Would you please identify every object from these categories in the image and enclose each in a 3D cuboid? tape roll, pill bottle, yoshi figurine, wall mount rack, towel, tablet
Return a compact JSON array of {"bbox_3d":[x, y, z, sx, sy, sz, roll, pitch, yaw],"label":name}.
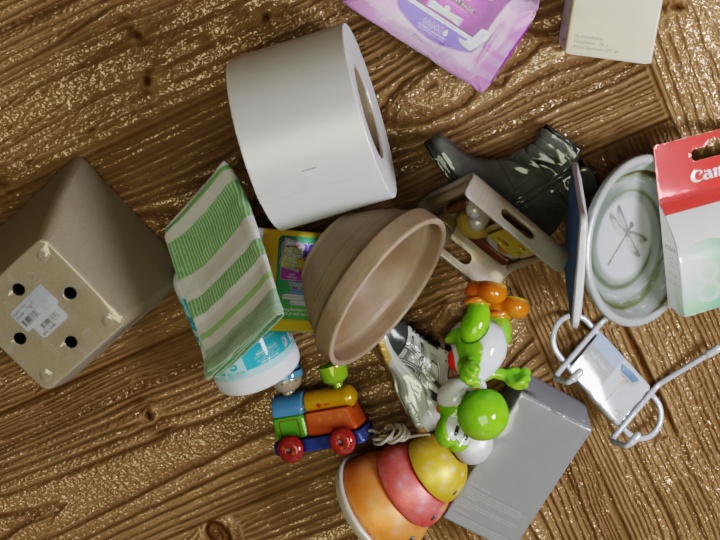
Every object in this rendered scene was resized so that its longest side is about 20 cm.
[{"bbox_3d":[-0.053,-0.159,1.613,0.138,0.203,0.204,-15,109,9],"label":"tape roll"},{"bbox_3d":[-0.156,0.041,1.739,0.110,0.111,0.201,-19,107,9],"label":"pill bottle"},{"bbox_3d":[0.150,0.119,1.702,0.112,0.112,0.201,17,78,-1],"label":"yoshi figurine"},{"bbox_3d":[0.334,0.113,1.764,0.174,0.074,0.200,-47,105,-12],"label":"wall mount rack"},{"bbox_3d":[-0.155,0.000,1.597,0.023,0.201,0.152,5,145,-39],"label":"towel"},{"bbox_3d":[0.239,-0.032,1.598,0.014,0.200,0.131,3,111,4],"label":"tablet"}]

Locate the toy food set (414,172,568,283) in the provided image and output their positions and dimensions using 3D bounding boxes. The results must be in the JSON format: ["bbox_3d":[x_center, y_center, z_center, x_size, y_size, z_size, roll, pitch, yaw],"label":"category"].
[{"bbox_3d":[0.140,-0.033,1.665,0.143,0.200,0.061,38,74,-10],"label":"toy food set"}]

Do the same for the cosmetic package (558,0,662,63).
[{"bbox_3d":[0.286,-0.339,1.598,0.103,0.073,0.202,6,111,0],"label":"cosmetic package"}]

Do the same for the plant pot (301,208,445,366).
[{"bbox_3d":[0.000,0.000,1.623,0.093,0.200,0.202,38,110,19],"label":"plant pot"}]

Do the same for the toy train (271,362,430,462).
[{"bbox_3d":[-0.018,0.161,1.782,0.199,0.085,0.117,-11,96,19],"label":"toy train"}]

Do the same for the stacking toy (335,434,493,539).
[{"bbox_3d":[0.080,0.250,1.769,0.200,0.146,0.146,-37,105,25],"label":"stacking toy"}]

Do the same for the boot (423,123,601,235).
[{"bbox_3d":[0.180,-0.125,1.694,0.200,0.068,0.131,40,100,-17],"label":"boot"}]

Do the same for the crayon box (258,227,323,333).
[{"bbox_3d":[-0.083,0.012,1.684,0.199,0.058,0.120,4,91,-34],"label":"crayon box"}]

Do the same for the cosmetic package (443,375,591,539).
[{"bbox_3d":[0.193,0.237,1.808,0.106,0.090,0.201,29,106,-8],"label":"cosmetic package"}]

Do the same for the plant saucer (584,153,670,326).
[{"bbox_3d":[0.313,-0.037,1.683,0.199,0.050,0.202,-9,103,-39],"label":"plant saucer"}]

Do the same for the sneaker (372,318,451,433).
[{"bbox_3d":[0.065,0.099,1.780,0.087,0.076,0.201,-28,108,-7],"label":"sneaker"}]

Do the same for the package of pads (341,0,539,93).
[{"bbox_3d":[0.089,-0.304,1.619,0.199,0.076,0.121,31,110,-8],"label":"package of pads"}]

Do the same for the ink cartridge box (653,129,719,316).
[{"bbox_3d":[0.427,-0.062,1.679,0.160,0.050,0.202,-15,112,-15],"label":"ink cartridge box"}]

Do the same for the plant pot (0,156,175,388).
[{"bbox_3d":[-0.351,0.023,1.707,0.199,0.177,0.200,-39,104,15],"label":"plant pot"}]
